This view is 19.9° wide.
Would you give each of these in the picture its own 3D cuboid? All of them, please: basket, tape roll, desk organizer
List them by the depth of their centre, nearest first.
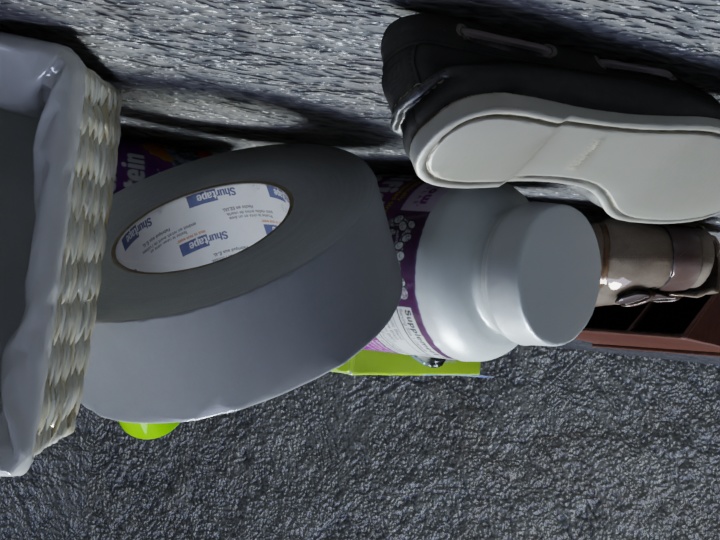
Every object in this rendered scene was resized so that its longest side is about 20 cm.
[{"bbox_3d":[-0.227,-0.018,0.985,0.196,0.202,0.161,8,-178,3],"label":"basket"},{"bbox_3d":[-0.079,0.003,1.140,0.199,0.067,0.201,-14,-154,7],"label":"tape roll"},{"bbox_3d":[0.223,0.024,1.622,0.077,0.072,0.199,13,174,-32],"label":"desk organizer"}]

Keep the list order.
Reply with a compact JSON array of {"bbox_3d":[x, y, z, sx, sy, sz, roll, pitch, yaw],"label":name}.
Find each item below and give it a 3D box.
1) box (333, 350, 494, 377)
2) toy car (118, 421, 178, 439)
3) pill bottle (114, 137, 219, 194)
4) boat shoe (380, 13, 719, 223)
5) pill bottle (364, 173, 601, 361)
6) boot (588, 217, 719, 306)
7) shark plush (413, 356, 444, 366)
[{"bbox_3d":[0.010,0.060,1.699,0.121,0.048,0.199,6,-179,38],"label":"box"},{"bbox_3d":[-0.188,-0.008,1.501,0.200,0.158,0.165,35,158,36],"label":"toy car"},{"bbox_3d":[-0.184,-0.033,1.275,0.198,0.112,0.111,9,176,-17],"label":"pill bottle"},{"bbox_3d":[0.088,-0.062,0.802,0.199,0.057,0.067,6,142,-43],"label":"boat shoe"},{"bbox_3d":[0.044,-0.003,1.257,0.199,0.113,0.112,4,175,42],"label":"pill bottle"},{"bbox_3d":[0.170,-0.002,1.389,0.145,0.071,0.200,0,-179,8],"label":"boot"},{"bbox_3d":[0.000,0.000,1.426,0.198,0.092,0.083,11,-163,-2],"label":"shark plush"}]
